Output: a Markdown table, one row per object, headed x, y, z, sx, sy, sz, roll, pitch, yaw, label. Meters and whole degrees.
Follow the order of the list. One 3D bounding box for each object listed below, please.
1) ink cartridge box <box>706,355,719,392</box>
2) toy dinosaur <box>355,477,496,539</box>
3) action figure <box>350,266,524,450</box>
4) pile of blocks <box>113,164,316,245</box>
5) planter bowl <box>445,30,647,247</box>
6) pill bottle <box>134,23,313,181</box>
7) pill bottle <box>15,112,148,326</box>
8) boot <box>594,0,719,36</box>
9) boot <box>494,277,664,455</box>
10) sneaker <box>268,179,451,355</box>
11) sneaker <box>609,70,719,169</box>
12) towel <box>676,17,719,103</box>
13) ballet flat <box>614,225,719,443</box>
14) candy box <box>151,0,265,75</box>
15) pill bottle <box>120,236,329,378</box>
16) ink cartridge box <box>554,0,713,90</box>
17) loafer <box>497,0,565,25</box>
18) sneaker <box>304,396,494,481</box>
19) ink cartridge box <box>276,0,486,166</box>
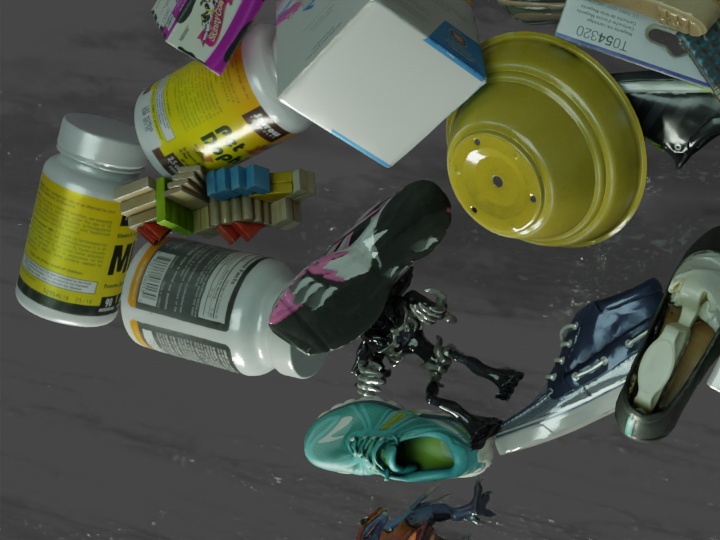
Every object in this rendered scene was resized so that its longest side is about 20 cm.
| x | y | z | sx | sy | sz | roll | pitch | yaw | label |
| --- | --- | --- | --- | --- | --- | --- | --- | --- | --- |
| 0.376 | 0.020 | 0.939 | 0.127 | 0.125 | 0.203 | 29 | 109 | 21 | ink cartridge box |
| 0.040 | 0.242 | 1.135 | 0.180 | 0.199 | 0.107 | -17 | 61 | 35 | toy dinosaur |
| 0.051 | 0.071 | 1.128 | 0.199 | 0.102 | 0.120 | 34 | 94 | 24 | action figure |
| -0.141 | -0.059 | 1.193 | 0.196 | 0.082 | 0.063 | -8 | 70 | 4 | pile of blocks |
| 0.134 | -0.090 | 1.032 | 0.198 | 0.083 | 0.203 | 25 | 134 | 29 | planter bowl |
| -0.115 | -0.165 | 1.184 | 0.198 | 0.109 | 0.111 | -23 | 86 | 28 | pill bottle |
| -0.288 | -0.054 | 1.286 | 0.113 | 0.114 | 0.203 | 24 | 107 | 23 | pill bottle |
| 0.220 | -0.287 | 0.934 | 0.198 | 0.072 | 0.168 | 28 | 83 | 12 | boot |
| 0.195 | 0.087 | 1.082 | 0.198 | 0.073 | 0.092 | -28 | 76 | 20 | boot |
| 0.000 | 0.000 | 1.131 | 0.199 | 0.086 | 0.081 | -38 | 99 | -7 | sneaker |
| 0.250 | -0.125 | 1.018 | 0.197 | 0.071 | 0.084 | -2 | 97 | 28 | sneaker |
| 0.360 | -0.179 | 0.927 | 0.199 | 0.022 | 0.148 | -35 | 90 | 9 | towel |
| 0.266 | 0.046 | 0.987 | 0.067 | 0.068 | 0.202 | 22 | 79 | 25 | ballet flat |
| -0.129 | -0.267 | 1.121 | 0.060 | 0.200 | 0.137 | 30 | 99 | -20 | candy box |
| -0.130 | 0.039 | 1.214 | 0.197 | 0.116 | 0.119 | 12 | 102 | 25 | pill bottle |
| 0.275 | -0.249 | 0.966 | 0.194 | 0.043 | 0.203 | 20 | 97 | 8 | ink cartridge box |
| 0.207 | -0.247 | 1.029 | 0.197 | 0.063 | 0.073 | -8 | 92 | 28 | loafer |
| 0.028 | 0.165 | 1.167 | 0.197 | 0.079 | 0.079 | -3 | 95 | 29 | sneaker |
| 0.012 | -0.221 | 1.055 | 0.125 | 0.128 | 0.202 | -40 | 37 | 32 | ink cartridge box |
